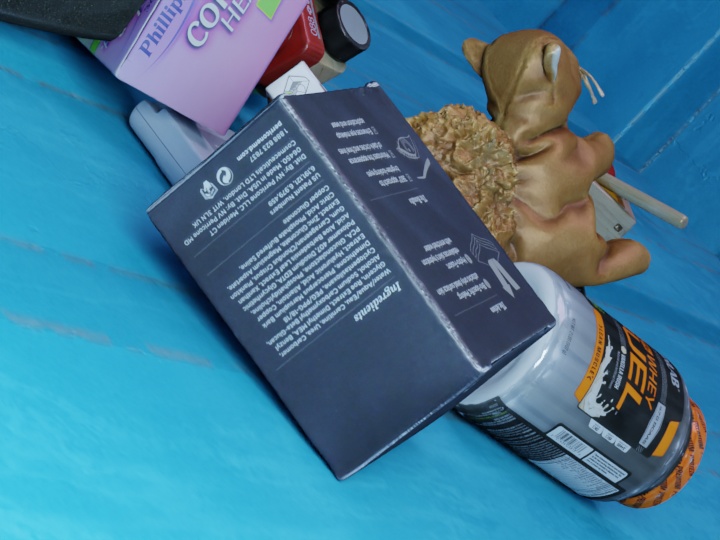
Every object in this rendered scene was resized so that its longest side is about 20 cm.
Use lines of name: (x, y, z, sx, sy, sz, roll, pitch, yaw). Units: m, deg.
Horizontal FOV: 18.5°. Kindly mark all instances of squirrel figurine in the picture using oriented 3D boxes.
squirrel figurine: (0.111, -0.083, 1.663, 0.199, 0.188, 0.141, -15, 21, -40)

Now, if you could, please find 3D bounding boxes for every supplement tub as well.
supplement tub: (0.157, 0.090, 1.611, 0.200, 0.123, 0.123, 35, 16, -36)

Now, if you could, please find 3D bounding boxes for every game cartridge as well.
game cartridge: (-0.068, -0.044, 1.535, 0.133, 0.041, 0.200, 48, 13, 31)

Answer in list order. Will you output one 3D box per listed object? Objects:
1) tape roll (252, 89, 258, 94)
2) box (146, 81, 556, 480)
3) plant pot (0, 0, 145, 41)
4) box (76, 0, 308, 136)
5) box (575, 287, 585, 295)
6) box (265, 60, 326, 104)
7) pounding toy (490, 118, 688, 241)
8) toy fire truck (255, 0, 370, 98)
tape roll: (-0.103, -0.246, 1.837, 0.200, 0.048, 0.201, 28, 47, -35)
box: (0.000, 0.000, 1.347, 0.200, 0.117, 0.197, 53, 18, 6)
plant pot: (-0.200, -0.265, 1.405, 0.177, 0.200, 0.200, 28, 19, -33)
box: (-0.118, -0.217, 1.511, 0.096, 0.176, 0.200, 28, 8, -33)
box: (0.122, 0.012, 1.768, 0.109, 0.035, 0.200, 1, 16, 2)
box: (-0.023, -0.083, 1.626, 0.110, 0.035, 0.200, 54, -4, 5)
pounding toy: (0.217, -0.086, 2.295, 0.184, 0.142, 0.200, 41, 13, -11)
toy fire truck: (-0.110, -0.234, 1.702, 0.200, 0.128, 0.177, 20, 52, -53)
